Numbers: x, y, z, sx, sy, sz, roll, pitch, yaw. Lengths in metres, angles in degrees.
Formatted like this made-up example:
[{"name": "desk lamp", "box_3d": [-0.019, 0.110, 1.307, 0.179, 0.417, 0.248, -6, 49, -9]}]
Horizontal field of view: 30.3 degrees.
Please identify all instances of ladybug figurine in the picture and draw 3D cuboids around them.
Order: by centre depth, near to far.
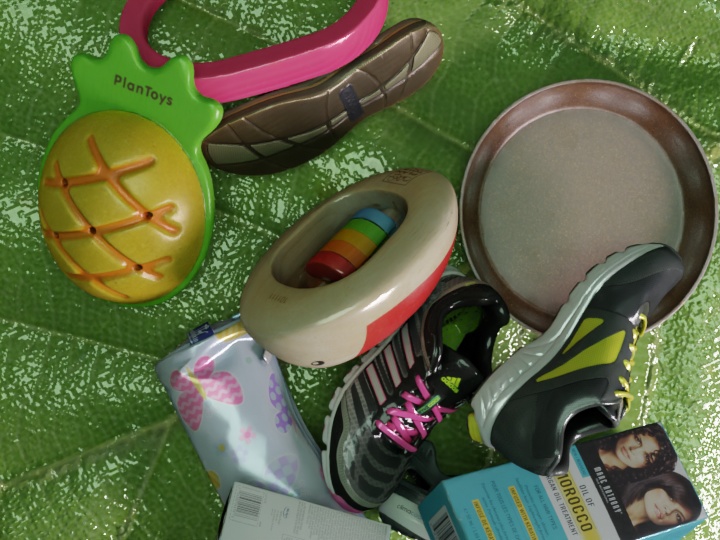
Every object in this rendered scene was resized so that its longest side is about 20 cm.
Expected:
[{"name": "ladybug figurine", "box_3d": [0.000, 0.000, 0.958, 0.200, 0.135, 0.072, -44, 127, -29]}]

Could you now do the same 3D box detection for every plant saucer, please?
[{"name": "plant saucer", "box_3d": [0.171, -0.044, 1.017, 0.199, 0.034, 0.202, 0, 89, -5]}]

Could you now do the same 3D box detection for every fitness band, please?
[{"name": "fitness band", "box_3d": [-0.078, -0.192, 0.966, 0.199, 0.038, 0.144, -17, 61, -3]}]

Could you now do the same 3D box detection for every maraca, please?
[{"name": "maraca", "box_3d": [-0.163, -0.065, 0.941, 0.136, 0.107, 0.201, 19, 117, 6]}]

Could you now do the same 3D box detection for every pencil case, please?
[{"name": "pencil case", "box_3d": [-0.072, 0.129, 0.974, 0.090, 0.083, 0.201, -26, 92, -12]}]

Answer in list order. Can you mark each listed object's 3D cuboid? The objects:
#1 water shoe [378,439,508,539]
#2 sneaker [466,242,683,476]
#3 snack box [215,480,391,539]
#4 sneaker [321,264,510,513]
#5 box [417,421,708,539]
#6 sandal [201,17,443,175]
[{"name": "water shoe", "box_3d": [0.114, 0.186, 0.994, 0.199, 0.071, 0.079, 21, 81, -6]}, {"name": "sneaker", "box_3d": [0.169, 0.068, 0.945, 0.200, 0.075, 0.085, -45, 59, -8]}, {"name": "snack box", "box_3d": [-0.049, 0.238, 0.852, 0.115, 0.201, 0.037, 17, 133, -6]}, {"name": "sneaker", "box_3d": [0.044, 0.084, 0.956, 0.074, 0.087, 0.201, 41, 70, -28]}, {"name": "box", "box_3d": [0.147, 0.174, 0.955, 0.199, 0.049, 0.083, -10, 63, -28]}, {"name": "sandal", "box_3d": [-0.032, -0.134, 0.987, 0.199, 0.080, 0.054, -31, 58, -7]}]
